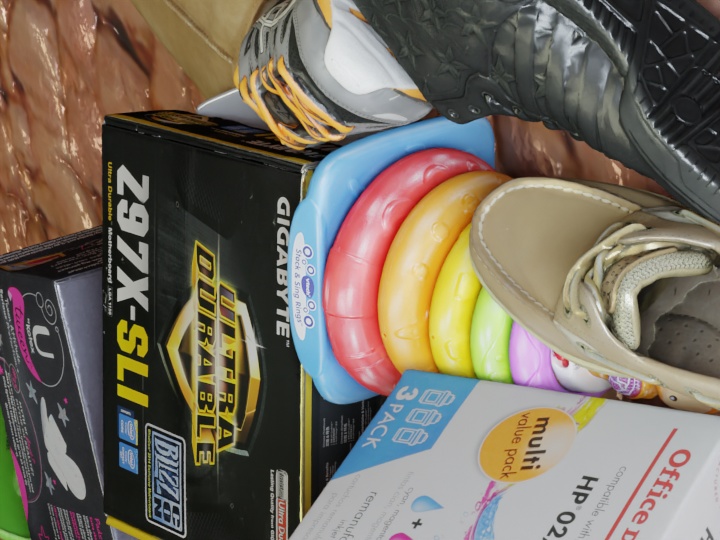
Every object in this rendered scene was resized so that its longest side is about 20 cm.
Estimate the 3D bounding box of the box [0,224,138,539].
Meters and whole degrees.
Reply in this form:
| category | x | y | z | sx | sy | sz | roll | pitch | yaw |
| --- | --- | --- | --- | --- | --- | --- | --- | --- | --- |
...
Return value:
| category | x | y | z | sx | sy | sz | roll | pitch | yaw |
| --- | --- | --- | --- | --- | --- | --- | --- | --- | --- |
| box | -0.106 | 0.079 | 1.372 | 0.115 | 0.132 | 0.201 | 9 | 113 | 58 |

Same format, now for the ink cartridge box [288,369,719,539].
| category | x | y | z | sx | sy | sz | roll | pitch | yaw |
| --- | --- | --- | --- | --- | --- | --- | --- | --- | --- |
| ink cartridge box | 0.078 | 0.109 | 0.965 | 0.199 | 0.115 | 0.068 | 7 | 140 | 39 |

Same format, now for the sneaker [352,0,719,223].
| category | x | y | z | sx | sy | sz | roll | pitch | yaw |
| --- | --- | --- | --- | --- | --- | --- | --- | --- | --- |
| sneaker | 0.067 | -0.082 | 0.958 | 0.200 | 0.060 | 0.104 | 47 | 147 | -1 |

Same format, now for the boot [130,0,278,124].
| category | x | y | z | sx | sy | sz | roll | pitch | yaw |
| --- | --- | --- | --- | --- | --- | --- | --- | --- | --- |
| boot | -0.087 | -0.176 | 1.266 | 0.200 | 0.066 | 0.176 | 49 | 157 | 41 |

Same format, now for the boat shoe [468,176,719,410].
| category | x | y | z | sx | sy | sz | roll | pitch | yaw |
| --- | --- | --- | --- | --- | --- | --- | --- | --- | --- |
| boat shoe | 0.108 | 0.008 | 0.934 | 0.200 | 0.072 | 0.065 | 31 | 177 | 41 |

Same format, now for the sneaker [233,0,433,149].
| category | x | y | z | sx | sy | sz | roll | pitch | yaw |
| --- | --- | --- | --- | --- | --- | --- | --- | --- | --- |
| sneaker | -0.012 | -0.083 | 1.075 | 0.078 | 0.077 | 0.200 | 47 | -176 | -7 |

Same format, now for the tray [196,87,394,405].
| category | x | y | z | sx | sy | sz | roll | pitch | yaw |
| --- | --- | --- | --- | --- | --- | --- | --- | --- | --- |
| tray | 0.000 | 0.000 | 1.198 | 0.107 | 0.022 | 0.201 | -21 | 86 | 29 |

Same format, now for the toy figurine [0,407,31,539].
| category | x | y | z | sx | sy | sz | roll | pitch | yaw |
| --- | --- | --- | --- | --- | --- | --- | --- | --- | --- |
| toy figurine | -0.169 | 0.131 | 1.560 | 0.184 | 0.149 | 0.201 | 92 | 172 | -51 |

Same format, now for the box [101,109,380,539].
| category | x | y | z | sx | sy | sz | roll | pitch | yaw |
| --- | --- | --- | --- | --- | --- | --- | --- | --- | --- |
| box | -0.056 | 0.035 | 1.178 | 0.159 | 0.049 | 0.201 | 18 | 111 | 51 |

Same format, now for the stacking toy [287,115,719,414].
| category | x | y | z | sx | sy | sz | roll | pitch | yaw |
| --- | --- | --- | --- | --- | --- | --- | --- | --- | --- |
| stacking toy | 0.072 | 0.019 | 1.042 | 0.200 | 0.110 | 0.117 | 23 | 122 | 43 |
